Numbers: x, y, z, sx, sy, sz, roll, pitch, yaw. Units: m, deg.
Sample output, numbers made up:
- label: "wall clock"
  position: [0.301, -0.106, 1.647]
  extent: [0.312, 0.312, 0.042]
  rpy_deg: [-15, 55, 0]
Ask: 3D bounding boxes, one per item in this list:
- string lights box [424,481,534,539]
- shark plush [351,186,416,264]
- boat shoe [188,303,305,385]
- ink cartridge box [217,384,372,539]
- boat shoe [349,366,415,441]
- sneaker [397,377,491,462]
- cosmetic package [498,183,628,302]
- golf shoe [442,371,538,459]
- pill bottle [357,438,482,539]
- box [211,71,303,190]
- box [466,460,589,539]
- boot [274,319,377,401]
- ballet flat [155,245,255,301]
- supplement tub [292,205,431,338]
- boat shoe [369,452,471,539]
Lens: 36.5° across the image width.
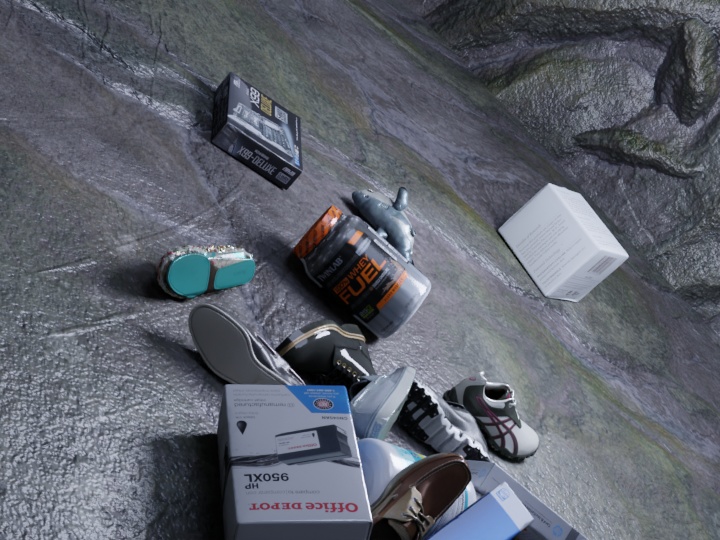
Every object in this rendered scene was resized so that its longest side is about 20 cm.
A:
- label: "string lights box"
  position: [0.092, 0.325, 1.222]
  extent: [0.200, 0.103, 0.059]
  rpy_deg: [-29, 72, -34]
- label: "shark plush"
  position: [0.048, -0.058, 1.974]
  extent: [0.083, 0.091, 0.200]
  rpy_deg: [-4, 71, -35]
- label: "boat shoe"
  position: [-0.137, 0.116, 1.361]
  extent: [0.200, 0.067, 0.057]
  rpy_deg: [46, 8, -7]
- label: "ink cartridge box"
  position: [-0.076, 0.221, 1.184]
  extent: [0.144, 0.084, 0.200]
  rpy_deg: [2, 38, -13]
- label: "boat shoe"
  position: [0.021, 0.163, 1.421]
  extent: [0.071, 0.070, 0.201]
  rpy_deg: [25, 18, 7]
- label: "sneaker"
  position: [0.115, 0.217, 1.589]
  extent: [0.200, 0.066, 0.091]
  rpy_deg: [45, 21, -6]
- label: "cosmetic package"
  position: [0.455, -0.060, 2.445]
  extent: [0.167, 0.166, 0.200]
  rpy_deg: [9, 42, -53]
- label: "golf shoe"
  position: [0.221, 0.230, 1.705]
  extent: [0.200, 0.088, 0.077]
  rpy_deg: [31, 25, -30]
- label: "pill bottle"
  position: [0.066, 0.282, 1.343]
  extent: [0.200, 0.111, 0.111]
  rpy_deg: [26, 30, -37]
- label: "box"
  position: [-0.177, -0.244, 1.889]
  extent: [0.158, 0.050, 0.200]
  rpy_deg: [33, 26, -23]
- label: "box"
  position: [0.212, 0.330, 1.472]
  extent: [0.200, 0.041, 0.156]
  rpy_deg: [41, -18, -10]
- label: "boot"
  position: [-0.024, 0.143, 1.480]
  extent: [0.200, 0.077, 0.138]
  rpy_deg: [-2, 55, -57]
- label: "ballet flat"
  position: [-0.216, -0.002, 1.436]
  extent: [0.064, 0.076, 0.200]
  rpy_deg: [20, 8, 27]
- label: "supplement tub"
  position: [0.000, 0.000, 1.683]
  extent: [0.200, 0.123, 0.123]
  rpy_deg: [41, 24, -6]
- label: "boat shoe"
  position: [0.047, 0.281, 1.215]
  extent: [0.076, 0.200, 0.072]
  rpy_deg: [55, -10, -17]
